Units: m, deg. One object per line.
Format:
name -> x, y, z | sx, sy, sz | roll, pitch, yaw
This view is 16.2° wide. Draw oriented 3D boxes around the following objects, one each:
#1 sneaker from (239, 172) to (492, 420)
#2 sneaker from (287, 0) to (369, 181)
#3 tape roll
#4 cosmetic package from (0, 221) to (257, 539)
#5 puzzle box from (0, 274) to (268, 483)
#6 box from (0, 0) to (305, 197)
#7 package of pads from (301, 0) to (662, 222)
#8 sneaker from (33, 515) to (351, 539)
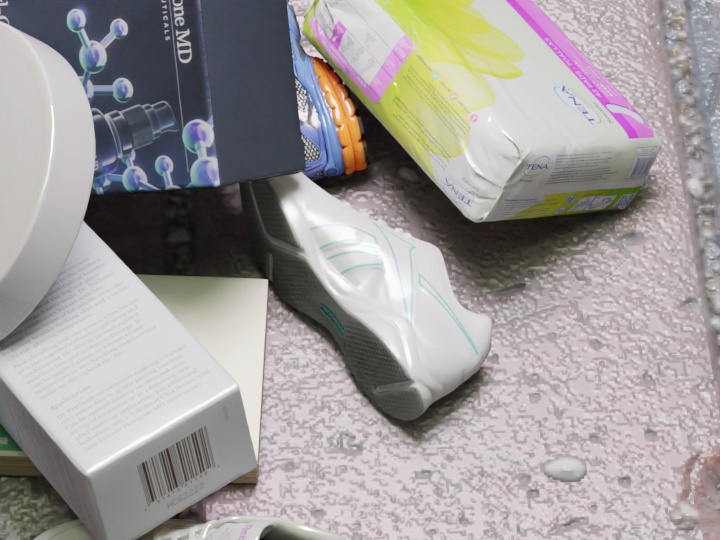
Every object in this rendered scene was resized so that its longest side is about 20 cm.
sneaker -> 0.000, 0.000, 1.530 | 0.080, 0.070, 0.200 | -29, 68, -27
sneaker -> -0.072, -0.132, 1.611 | 0.078, 0.075, 0.200 | -26, 58, -14
tape roll -> -0.235, -0.045, 1.424 | 0.203, 0.037, 0.203 | -14, 65, 34
cosmetic package -> -0.155, 0.057, 1.421 | 0.101, 0.071, 0.200 | -29, 47, -19
puzzle box -> -0.156, 0.061, 1.502 | 0.200, 0.025, 0.133 | 2, 56, 0
box -> -0.148, -0.120, 1.495 | 0.200, 0.107, 0.148 | -3, 96, 28
package of pads -> 0.073, -0.117, 1.568 | 0.154, 0.068, 0.200 | -7, 48, -47
sneaker -> -0.090, 0.158, 1.392 | 0.200, 0.100, 0.075 | 3, 61, 2
